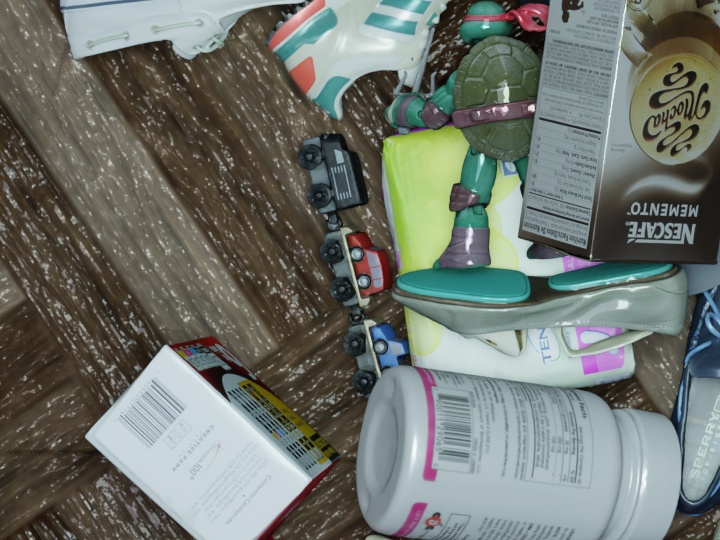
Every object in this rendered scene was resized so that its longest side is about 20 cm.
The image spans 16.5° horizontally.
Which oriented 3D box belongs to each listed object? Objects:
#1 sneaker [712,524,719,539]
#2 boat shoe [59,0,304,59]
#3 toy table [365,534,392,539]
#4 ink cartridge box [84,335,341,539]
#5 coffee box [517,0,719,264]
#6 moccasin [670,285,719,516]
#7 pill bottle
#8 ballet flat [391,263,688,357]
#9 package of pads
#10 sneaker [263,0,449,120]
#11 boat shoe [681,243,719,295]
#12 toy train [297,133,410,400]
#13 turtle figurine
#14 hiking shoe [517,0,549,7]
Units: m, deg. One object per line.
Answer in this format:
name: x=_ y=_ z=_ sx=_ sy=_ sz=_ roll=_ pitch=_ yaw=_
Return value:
sneaker: x=0.186 y=0.226 z=1.733 sx=0.199 sy=0.077 sz=0.089 roll=-12 pitch=78 yaw=0
boat shoe: x=-0.117 y=-0.182 z=1.739 sx=0.199 sy=0.074 sz=0.067 roll=-1 pitch=101 yaw=26
toy table: x=0.042 y=0.276 z=1.687 sx=0.117 sy=0.184 sz=0.201 roll=3 pitch=84 yaw=-36
ink cartridge box: x=-0.079 y=0.134 z=1.681 sx=0.176 sy=0.200 sz=0.084 roll=43 pitch=94 yaw=3
coffee box: x=0.179 y=-0.109 z=1.597 sx=0.113 sy=0.080 sz=0.201 roll=0 pitch=101 yaw=-35
moccasin: x=0.260 y=0.075 z=1.714 sx=0.080 sy=0.068 sz=0.201 roll=10 pitch=90 yaw=5
pill bottle: x=0.107 y=0.131 z=1.668 sx=0.199 sy=0.113 sz=0.114 roll=9 pitch=92 yaw=-17
ballet flat: x=0.121 y=0.030 z=1.663 sx=0.199 sy=0.067 sz=0.064 roll=-4 pitch=109 yaw=5
package of pads: x=0.100 y=-0.010 z=1.728 sx=0.154 sy=0.068 sz=0.201 roll=-11 pitch=90 yaw=5
sneaker: x=0.035 y=-0.183 z=1.734 sx=0.199 sy=0.070 sz=0.094 roll=-33 pitch=95 yaw=8
boat shoe: x=0.249 y=-0.050 z=1.674 sx=0.073 sy=0.065 sz=0.200 roll=36 pitch=139 yaw=-12
toy train: x=0.000 y=0.000 z=1.753 sx=0.046 sy=0.034 sz=0.201 roll=-14 pitch=90 yaw=11
turtle figurine: x=0.089 y=-0.105 z=1.652 sx=0.149 sy=0.101 sz=0.201 roll=-5 pitch=92 yaw=6
hiking shoe: x=0.188 y=-0.146 z=1.726 sx=0.087 sy=0.074 sz=0.200 roll=-33 pitch=91 yaw=31
